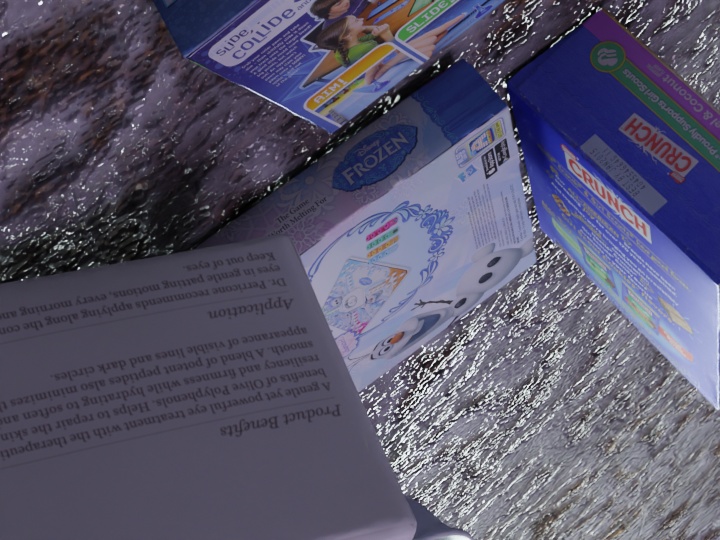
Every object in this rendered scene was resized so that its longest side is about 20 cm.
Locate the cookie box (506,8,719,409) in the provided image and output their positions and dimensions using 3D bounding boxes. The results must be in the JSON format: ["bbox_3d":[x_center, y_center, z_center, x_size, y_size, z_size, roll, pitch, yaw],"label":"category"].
[{"bbox_3d":[0.174,-0.030,1.065,0.075,0.171,0.200,-40,156,-7],"label":"cookie box"}]

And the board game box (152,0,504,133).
[{"bbox_3d":[0.027,-0.144,0.781,0.200,0.035,0.135,-36,157,15],"label":"board game box"}]

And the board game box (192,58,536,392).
[{"bbox_3d":[0.000,0.000,1.017,0.199,0.043,0.200,-37,156,-7],"label":"board game box"}]

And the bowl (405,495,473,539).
[{"bbox_3d":[-0.025,0.216,1.292,0.201,0.090,0.201,-33,155,-18],"label":"bowl"}]

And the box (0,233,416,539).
[{"bbox_3d":[-0.110,0.120,0.856,0.198,0.172,0.200,-11,145,-22],"label":"box"}]
